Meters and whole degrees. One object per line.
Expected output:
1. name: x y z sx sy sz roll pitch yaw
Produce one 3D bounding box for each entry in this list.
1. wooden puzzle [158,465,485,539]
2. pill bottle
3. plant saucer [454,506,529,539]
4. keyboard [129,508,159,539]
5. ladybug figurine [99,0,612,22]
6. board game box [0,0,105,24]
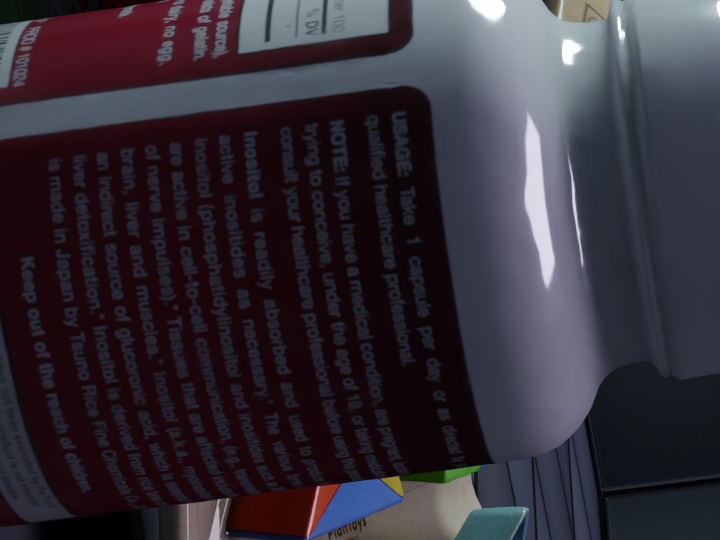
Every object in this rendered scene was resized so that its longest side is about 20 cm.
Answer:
1. wooden puzzle: 0.000 0.000 0.845 0.185 0.046 0.200 -14 100 -61
2. pill bottle: -0.014 -0.007 0.641 0.113 0.200 0.113 -7 90 -83
3. plant saucer: -0.005 0.159 0.845 0.200 0.019 0.070 -58 169 -19
4. keyboard: -0.062 0.048 0.989 0.200 0.011 0.056 -53 140 -80
5. ladybug figurine: -0.009 -0.078 0.747 0.200 0.072 0.136 39 39 -22
6. board game box: -0.070 -0.054 0.801 0.135 0.029 0.200 -49 134 -58
